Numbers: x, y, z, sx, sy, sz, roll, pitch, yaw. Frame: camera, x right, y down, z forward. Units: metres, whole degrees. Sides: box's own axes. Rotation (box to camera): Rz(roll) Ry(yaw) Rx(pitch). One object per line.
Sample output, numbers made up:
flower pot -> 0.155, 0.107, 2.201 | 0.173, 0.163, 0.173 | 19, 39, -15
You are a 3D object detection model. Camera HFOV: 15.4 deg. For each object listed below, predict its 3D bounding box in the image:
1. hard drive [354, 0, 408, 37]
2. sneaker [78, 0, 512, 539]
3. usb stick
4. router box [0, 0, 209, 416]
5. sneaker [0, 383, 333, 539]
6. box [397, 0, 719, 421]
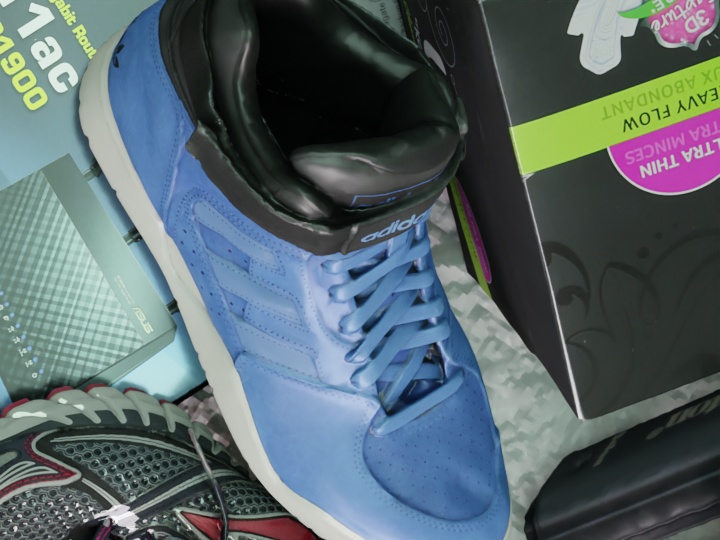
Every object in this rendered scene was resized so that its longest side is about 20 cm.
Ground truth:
hard drive -> 0.050, -0.140, 0.882 | 0.199, 0.026, 0.133 | -19, 120, -8
sneaker -> -0.001, 0.001, 0.790 | 0.077, 0.111, 0.201 | -31, 93, -31
usb stick -> 0.134, 0.049, 0.848 | 0.033, 0.199, 0.056 | 49, 40, -15
router box -> -0.108, -0.043, 0.868 | 0.149, 0.062, 0.201 | -33, 95, -8
sneaker -> -0.044, 0.095, 0.835 | 0.199, 0.075, 0.081 | 17, 111, -29
box -> 0.125, -0.070, 0.849 | 0.199, 0.124, 0.149 | -20, 116, -8
